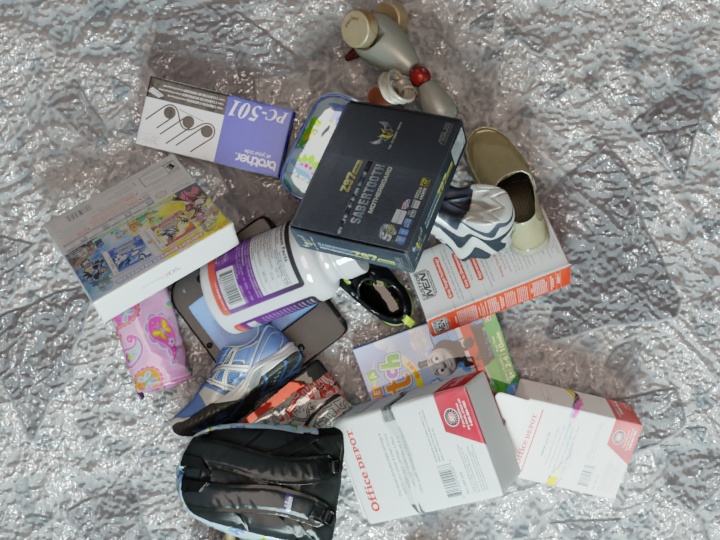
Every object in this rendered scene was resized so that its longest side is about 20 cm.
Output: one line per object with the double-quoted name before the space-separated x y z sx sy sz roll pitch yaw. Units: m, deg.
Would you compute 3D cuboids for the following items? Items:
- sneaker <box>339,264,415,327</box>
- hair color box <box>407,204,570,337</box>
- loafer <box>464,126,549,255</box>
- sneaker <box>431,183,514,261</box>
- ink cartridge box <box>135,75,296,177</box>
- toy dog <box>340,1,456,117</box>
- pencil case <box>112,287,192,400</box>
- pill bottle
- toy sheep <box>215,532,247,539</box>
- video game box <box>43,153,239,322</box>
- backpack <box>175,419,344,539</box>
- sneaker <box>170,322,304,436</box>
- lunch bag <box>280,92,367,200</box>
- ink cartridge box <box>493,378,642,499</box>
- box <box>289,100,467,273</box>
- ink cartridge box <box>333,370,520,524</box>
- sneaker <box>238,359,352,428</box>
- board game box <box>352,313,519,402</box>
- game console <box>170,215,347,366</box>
"sneaker" 0.000 0.000 1.450 0.200 0.083 0.072 39 92 1
"hair color box" 0.168 0.000 1.439 0.199 0.061 0.102 -20 62 2
"loafer" 0.194 -0.117 1.418 0.075 0.068 0.201 -23 63 -3
"sneaker" 0.105 -0.063 1.379 0.198 0.130 0.080 7 62 21
"ink cartridge box" -0.194 -0.193 1.468 0.199 0.044 0.095 13 94 1
"toy dog" 0.038 -0.261 1.432 0.131 0.096 0.201 3 57 -36
"pencil case" -0.290 0.066 1.459 0.087 0.087 0.201 -18 92 2
"pill bottle" -0.095 -0.002 1.393 0.199 0.111 0.112 -21 91 15
"toy sheep" -0.137 0.389 1.445 0.199 0.138 0.139 3 92 -3
"video game box" -0.283 -0.047 1.399 0.199 0.047 0.182 -31 46 -14
"backpack" -0.135 0.267 1.375 0.199 0.154 0.164 7 82 -17
"sneaker" -0.171 0.149 1.444 0.200 0.076 0.077 -36 69 0
"lunch bag" 0.007 -0.137 1.444 0.199 0.082 0.161 26 92 -1
"ink cartridge box" 0.254 0.218 1.435 0.199 0.068 0.117 14 108 -7
"box" 0.024 -0.106 1.320 0.157 0.051 0.201 13 64 24
"ink cartridge box" 0.083 0.228 1.393 0.199 0.084 0.145 -19 92 27
"sneaker" -0.102 0.223 1.468 0.201 0.067 0.108 -39 88 0
"board game box" 0.107 0.143 1.475 0.199 0.037 0.152 -20 92 3
"game console" -0.142 0.053 1.482 0.177 0.031 0.200 -37 91 3
